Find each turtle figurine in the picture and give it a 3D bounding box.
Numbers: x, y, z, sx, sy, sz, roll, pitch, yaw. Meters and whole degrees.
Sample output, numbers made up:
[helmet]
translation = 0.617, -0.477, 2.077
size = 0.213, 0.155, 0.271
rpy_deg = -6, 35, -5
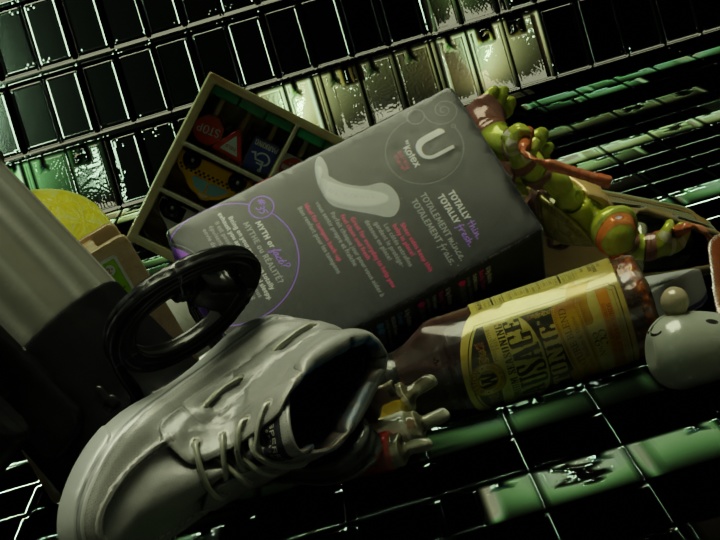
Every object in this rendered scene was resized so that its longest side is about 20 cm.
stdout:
[turtle figurine]
translation = 0.132, -0.043, 1.766
size = 0.200, 0.065, 0.161
rpy_deg = 27, 11, -38

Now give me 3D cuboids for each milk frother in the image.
[milk frother]
translation = -0.171, 0.006, 1.650
size = 0.200, 0.188, 0.180
rpy_deg = -47, -8, 12

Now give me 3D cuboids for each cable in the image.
[cable]
translation = -0.045, 0.117, 1.619
size = 0.199, 0.050, 0.097
rpy_deg = -27, 21, 17

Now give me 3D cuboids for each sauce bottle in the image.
[sauce bottle]
translation = 0.077, 0.050, 1.679
size = 0.199, 0.066, 0.066
rpy_deg = -20, 7, 0

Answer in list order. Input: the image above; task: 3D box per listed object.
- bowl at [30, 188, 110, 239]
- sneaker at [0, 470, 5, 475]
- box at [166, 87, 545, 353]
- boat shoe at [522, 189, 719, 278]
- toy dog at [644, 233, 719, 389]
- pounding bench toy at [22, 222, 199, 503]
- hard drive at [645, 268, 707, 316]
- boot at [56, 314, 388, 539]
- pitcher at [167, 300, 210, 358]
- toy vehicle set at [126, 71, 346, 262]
[bowl]
translation = -0.232, 0.052, 2.058
size = 0.200, 0.201, 0.108
rpy_deg = -21, 47, -32
[sneaker]
translation = -0.297, 0.098, 1.933
size = 0.075, 0.116, 0.201
rpy_deg = -15, 7, 9
[box]
translation = 0.000, 0.000, 1.741
size = 0.199, 0.122, 0.106
rpy_deg = -27, -27, -8
[boat shoe]
translation = 0.159, -0.021, 1.869
size = 0.199, 0.072, 0.076
rpy_deg = -4, 10, -32
[toy dog]
translation = 0.250, -0.007, 1.576
size = 0.199, 0.097, 0.132
rpy_deg = -21, 8, -33
[pounding bench toy]
translation = -0.211, 0.075, 1.860
size = 0.200, 0.125, 0.156
rpy_deg = -32, 8, -5
[hard drive]
translation = 0.104, 0.040, 1.825
size = 0.199, 0.025, 0.132
rpy_deg = -10, 10, 41
[boot]
translation = -0.072, 0.091, 1.547
size = 0.095, 0.074, 0.200
rpy_deg = -1, 37, 49
[pitcher]
translation = -0.073, 0.027, 2.046
size = 0.199, 0.121, 0.172
rpy_deg = -25, 23, 23
[toy vehicle set]
translation = -0.040, -0.034, 1.918
size = 0.199, 0.125, 0.027
rpy_deg = 26, 2, -7
